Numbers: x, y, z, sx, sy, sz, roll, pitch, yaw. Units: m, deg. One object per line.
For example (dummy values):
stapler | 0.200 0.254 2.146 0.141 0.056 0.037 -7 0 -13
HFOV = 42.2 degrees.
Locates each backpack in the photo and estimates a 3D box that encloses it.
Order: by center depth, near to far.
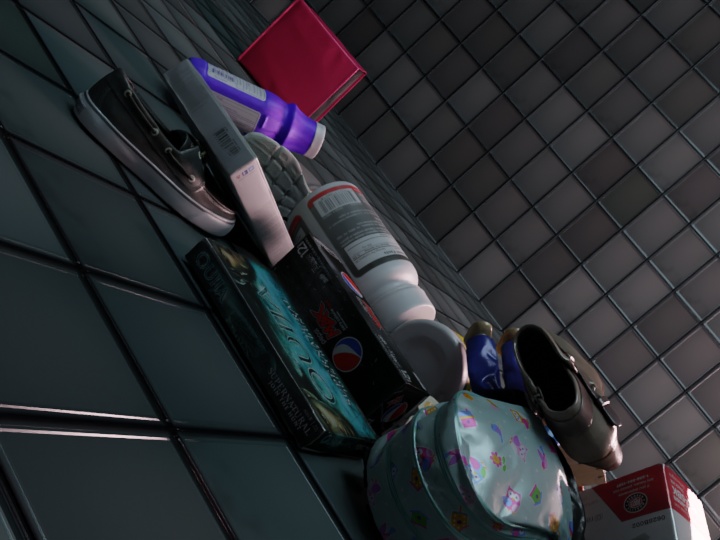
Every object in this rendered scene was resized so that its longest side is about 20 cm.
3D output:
backpack | 0.095 0.179 0.769 0.198 0.126 0.169 23 36 -40

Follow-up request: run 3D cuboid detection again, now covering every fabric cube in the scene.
fabric cube | -0.126 -0.453 2.078 0.200 0.196 0.200 48 10 -2

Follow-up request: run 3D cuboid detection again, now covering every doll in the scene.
doll | 0.154 0.142 0.948 0.133 0.049 0.202 12 42 -10

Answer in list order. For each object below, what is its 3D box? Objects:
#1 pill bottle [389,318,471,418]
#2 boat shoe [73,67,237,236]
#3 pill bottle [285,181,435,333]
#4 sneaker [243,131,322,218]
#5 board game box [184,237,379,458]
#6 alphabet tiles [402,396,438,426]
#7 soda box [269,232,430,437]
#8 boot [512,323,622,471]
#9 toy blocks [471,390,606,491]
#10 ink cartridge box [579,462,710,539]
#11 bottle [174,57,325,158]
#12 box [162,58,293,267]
pill bottle | 0.100 0.132 1.115 0.112 0.111 0.200 54 9 25
boat shoe | -0.174 -0.104 0.862 0.200 0.056 0.069 43 11 -41
pill bottle | 0.000 0.000 1.136 0.202 0.113 0.114 56 11 28
sneaker | -0.099 -0.114 1.219 0.200 0.077 0.082 46 10 -40
board game box | -0.064 0.069 0.806 0.201 0.028 0.135 55 9 23
alphabet tiles | 0.113 0.213 0.889 0.196 0.015 0.200 45 33 1
soda box | -0.016 0.063 0.931 0.201 0.071 0.063 56 12 31
boot | 0.176 0.093 0.855 0.146 0.070 0.201 47 8 -43
toy blocks | 0.211 0.210 1.036 0.100 0.134 0.205 -46 124 -73
ink cartridge box | 0.234 0.294 0.815 0.083 0.145 0.203 42 34 -31
bottle | -0.141 -0.205 1.203 0.197 0.066 0.084 22 13 -20
box | -0.131 -0.104 0.968 0.145 0.036 0.201 55 -10 25
